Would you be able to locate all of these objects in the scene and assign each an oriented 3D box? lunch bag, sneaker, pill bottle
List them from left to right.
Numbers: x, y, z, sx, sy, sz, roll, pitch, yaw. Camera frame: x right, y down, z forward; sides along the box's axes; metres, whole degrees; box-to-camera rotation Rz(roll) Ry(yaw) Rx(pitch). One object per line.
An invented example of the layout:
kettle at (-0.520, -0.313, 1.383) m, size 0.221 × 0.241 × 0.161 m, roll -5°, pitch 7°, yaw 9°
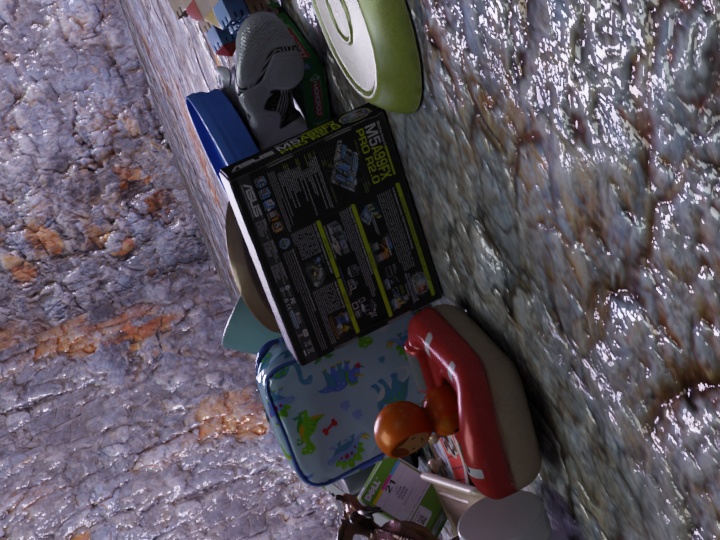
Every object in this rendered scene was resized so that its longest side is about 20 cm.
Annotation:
sneaker at (-0.110, -0.206, 1.244) m, size 0.115 × 0.074 × 0.201 m, roll 56°, pitch 164°, yaw 34°
lunch bag at (-0.004, 0.127, 1.263) m, size 0.163 × 0.198 × 0.082 m, roll 68°, pitch 170°, yaw -20°
pill bottle at (0.157, 0.308, 1.092) m, size 0.202 × 0.110 × 0.111 m, roll 70°, pitch 169°, yaw -19°

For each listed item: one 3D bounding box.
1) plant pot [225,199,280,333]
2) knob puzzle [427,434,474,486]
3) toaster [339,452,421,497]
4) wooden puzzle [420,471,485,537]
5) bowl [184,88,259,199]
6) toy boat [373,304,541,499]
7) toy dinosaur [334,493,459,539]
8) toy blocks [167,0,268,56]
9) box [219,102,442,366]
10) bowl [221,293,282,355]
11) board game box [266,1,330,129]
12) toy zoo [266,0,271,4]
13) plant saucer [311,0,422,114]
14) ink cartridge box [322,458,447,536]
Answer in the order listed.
plant pot at (-0.082, -0.029, 1.514) m, size 0.200 × 0.091 × 0.204 m, roll -13°, pitch -90°, yaw -68°
knob puzzle at (0.083, 0.184, 1.423) m, size 0.220 × 0.030 × 0.222 m, roll 90°, pitch 154°, yaw -66°
toaster at (-0.007, 0.205, 1.690) m, size 0.181 × 0.117 × 0.202 m, roll -132°, pitch 21°, yaw -63°
wooden puzzle at (0.152, 0.318, 1.343) m, size 0.202 × 0.037 × 0.185 m, roll 62°, pitch 164°, yaw -5°
bowl at (-0.130, -0.107, 1.306) m, size 0.202 × 0.039 × 0.201 m, roll 60°, pitch 171°, yaw 16°
toy boat at (0.073, 0.126, 1.059) m, size 0.200 × 0.129 × 0.132 m, roll 48°, pitch 161°, yaw 60°
toy dinosaur at (0.040, 0.310, 1.359) m, size 0.136 × 0.086 × 0.199 m, roll 46°, pitch 149°, yaw -11°
toy blocks at (-0.154, -0.318, 1.290) m, size 0.199 × 0.099 × 0.138 m, roll -32°, pitch 84°, yaw 55°
box at (-0.025, -0.032, 1.125) m, size 0.044 × 0.159 × 0.202 m, roll 41°, pitch 154°, yaw 63°
bowl at (-0.110, 0.049, 1.743) m, size 0.104 × 0.202 × 0.201 m, roll 30°, pitch 165°, yaw 5°
board game box at (-0.069, -0.181, 1.343) m, size 0.202 × 0.029 × 0.135 m, roll 84°, pitch 160°, yaw -47°
toy zoo at (-0.141, -0.329, 1.442) m, size 0.133 × 0.020 × 0.200 m, roll 70°, pitch 169°, yaw -19°
plant saucer at (-0.007, -0.218, 0.980) m, size 0.202 × 0.031 × 0.201 m, roll 62°, pitch 169°, yaw 20°
ink cartridge box at (0.018, 0.274, 1.530) m, size 0.198 × 0.076 × 0.148 m, roll 30°, pitch 166°, yaw 13°
